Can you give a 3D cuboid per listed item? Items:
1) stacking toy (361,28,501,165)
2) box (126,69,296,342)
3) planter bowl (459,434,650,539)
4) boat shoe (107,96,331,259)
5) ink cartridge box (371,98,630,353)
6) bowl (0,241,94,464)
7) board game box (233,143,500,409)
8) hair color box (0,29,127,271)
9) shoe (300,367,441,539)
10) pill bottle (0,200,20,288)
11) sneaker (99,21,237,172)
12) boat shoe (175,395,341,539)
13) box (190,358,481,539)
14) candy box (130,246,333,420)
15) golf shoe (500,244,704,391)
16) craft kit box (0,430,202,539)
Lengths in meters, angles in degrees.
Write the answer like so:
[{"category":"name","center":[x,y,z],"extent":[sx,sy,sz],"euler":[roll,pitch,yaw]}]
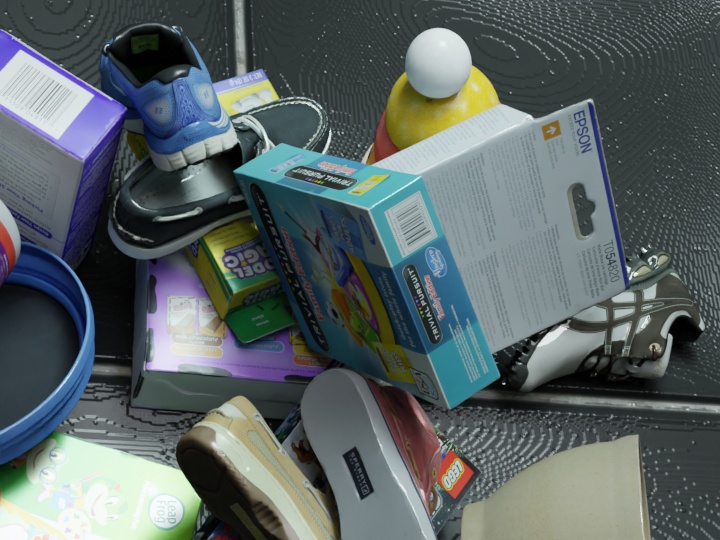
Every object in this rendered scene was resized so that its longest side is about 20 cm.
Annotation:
[{"category":"stacking toy","center":[0.064,-0.114,1.345],"extent":[0.145,0.200,0.147],"euler":[-2,56,3]},{"category":"box","center":[-0.084,-0.049,1.347],"extent":[0.117,0.048,0.201],"euler":[-20,70,-25]},{"category":"planter bowl","center":[0.143,0.224,1.280],"extent":[0.134,0.200,0.201],"euler":[-6,59,10]},{"category":"boat shoe","center":[-0.095,-0.077,1.297],"extent":[0.076,0.060,0.200],"euler":[44,60,12]},{"category":"ink cartridge box","center":[0.094,-0.024,1.334],"extent":[0.199,0.200,0.041],"euler":[-23,40,-7]},{"category":"bowl","center":[-0.284,0.062,1.261],"extent":[0.199,0.039,0.201],"euler":[-6,47,6]},{"category":"board game box","center":[0.000,0.000,1.214],"extent":[0.047,0.200,0.152],"euler":[-31,113,-21]},{"category":"hair color box","center":[-0.244,-0.073,1.302],"extent":[0.109,0.200,0.065],"euler":[32,55,3]},{"category":"shoe","center":[0.028,0.162,1.212],"extent":[0.091,0.071,0.201],"euler":[16,47,-54]},{"category":"pill bottle","center":[-0.318,0.028,1.195],"extent":[0.112,0.113,0.201],"euler":[26,53,-2]},{"category":"sneaker","center":[-0.145,-0.144,1.278],"extent":[0.078,0.090,0.200],"euler":[-22,27,-16]},{"category":"boat shoe","center":[-0.039,0.173,1.218],"extent":[0.076,0.072,0.201],"euler":[-41,103,-41]},{"category":"box","center":[-0.020,0.177,1.281],"extent":[0.137,0.038,0.200],"euler":[44,67,-12]},{"category":"candy box","center":[-0.089,0.009,1.383],"extent":[0.167,0.072,0.201],"euler":[6,60,-14]},{"category":"golf shoe","center":[0.204,0.057,1.449],"extent":[0.200,0.078,0.095],"euler":[-31,74,-29]},{"category":"craft kit box","center":[-0.225,0.210,1.239],"extent":[0.197,0.049,0.201],"euler":[19,57,-10]}]
